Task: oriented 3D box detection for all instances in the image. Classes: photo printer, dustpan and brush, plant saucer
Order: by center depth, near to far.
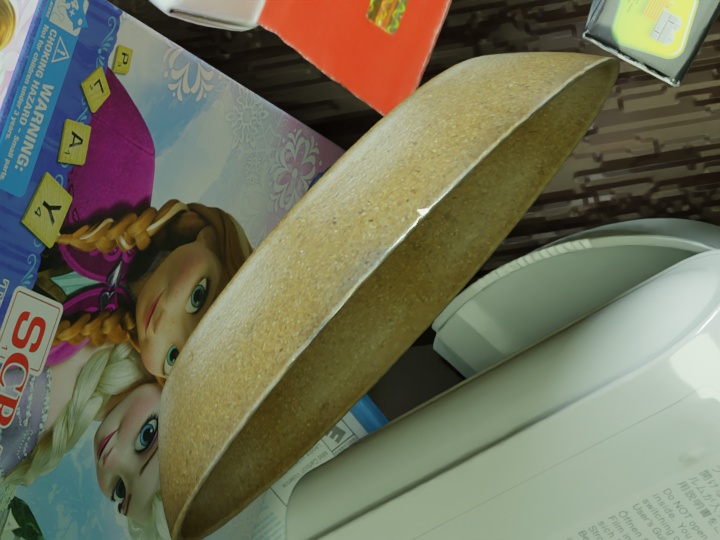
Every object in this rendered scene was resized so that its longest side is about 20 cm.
[{"bbox_3d":[0.000,0.000,0.865,0.035,0.200,0.200,42,105,8],"label":"plant saucer"},{"bbox_3d":[0.098,0.090,0.914,0.200,0.070,0.167,-31,109,32],"label":"photo printer"},{"bbox_3d":[0.121,0.017,0.925,0.140,0.057,0.200,43,120,-2],"label":"dustpan and brush"}]

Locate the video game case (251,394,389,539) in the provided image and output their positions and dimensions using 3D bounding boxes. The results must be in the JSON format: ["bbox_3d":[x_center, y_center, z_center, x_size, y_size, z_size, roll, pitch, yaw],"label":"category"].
[{"bbox_3d":[0.000,0.152,1.023,0.143,0.018,0.200,-38,96,13],"label":"video game case"}]

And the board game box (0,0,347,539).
[{"bbox_3d":[-0.087,0.028,0.884,0.041,0.199,0.201,15,83,32],"label":"board game box"}]

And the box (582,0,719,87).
[{"bbox_3d":[0.133,-0.161,0.882,0.035,0.110,0.201,28,105,0],"label":"box"}]

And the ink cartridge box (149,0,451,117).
[{"bbox_3d":[-0.015,-0.169,0.878,0.043,0.173,0.201,9,110,-39],"label":"ink cartridge box"}]
